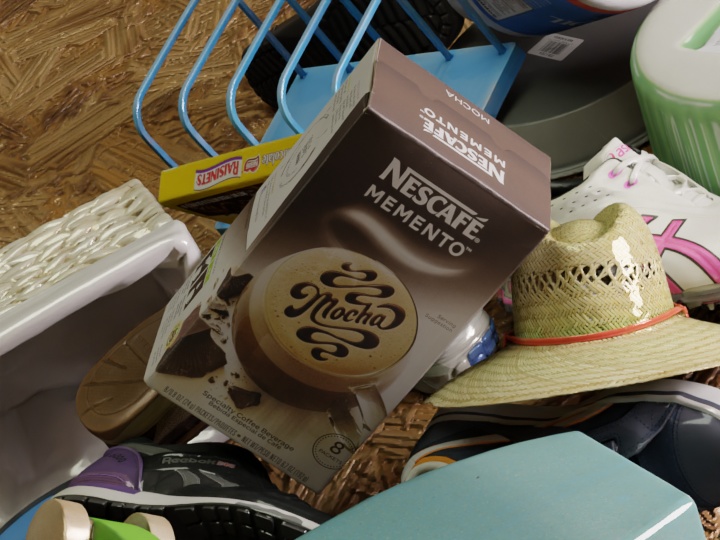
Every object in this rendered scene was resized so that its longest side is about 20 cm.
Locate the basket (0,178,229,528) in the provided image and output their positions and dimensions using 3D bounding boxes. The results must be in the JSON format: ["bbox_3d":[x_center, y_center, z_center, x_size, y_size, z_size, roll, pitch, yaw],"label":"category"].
[{"bbox_3d":[-0.172,0.054,1.329,0.199,0.136,0.123,-30,30,-5],"label":"basket"}]

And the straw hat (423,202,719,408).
[{"bbox_3d":[0.115,0.011,1.130,0.199,0.086,0.201,-11,0,0],"label":"straw hat"}]

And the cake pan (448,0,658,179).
[{"bbox_3d":[0.133,-0.132,1.456,0.199,0.037,0.201,-19,34,13],"label":"cake pan"}]

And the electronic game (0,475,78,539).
[{"bbox_3d":[-0.134,0.172,1.211,0.198,0.042,0.201,-15,36,11],"label":"electronic game"}]

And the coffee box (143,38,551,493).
[{"bbox_3d":[-0.006,0.000,1.134,0.200,0.113,0.080,-50,15,28],"label":"coffee box"}]

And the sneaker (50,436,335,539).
[{"bbox_3d":[-0.062,0.121,1.160,0.198,0.076,0.088,9,36,27],"label":"sneaker"}]

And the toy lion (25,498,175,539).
[{"bbox_3d":[-0.118,0.229,1.030,0.191,0.068,0.202,32,105,58],"label":"toy lion"}]

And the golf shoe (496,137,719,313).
[{"bbox_3d":[0.155,-0.025,1.229,0.198,0.093,0.072,-2,14,31],"label":"golf shoe"}]

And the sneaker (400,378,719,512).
[{"bbox_3d":[0.105,0.107,1.106,0.199,0.079,0.080,-9,33,40],"label":"sneaker"}]

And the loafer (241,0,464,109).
[{"bbox_3d":[-0.001,-0.172,1.552,0.199,0.073,0.071,-12,27,44],"label":"loafer"}]

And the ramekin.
[{"bbox_3d":[0.250,-0.110,1.281,0.198,0.098,0.201,-19,34,13],"label":"ramekin"}]

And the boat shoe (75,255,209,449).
[{"bbox_3d":[-0.063,0.037,1.255,0.200,0.072,0.072,-41,42,-7],"label":"boat shoe"}]

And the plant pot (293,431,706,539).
[{"bbox_3d":[0.057,0.170,0.998,0.199,0.142,0.141,-33,32,-20],"label":"plant pot"}]

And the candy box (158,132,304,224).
[{"bbox_3d":[-0.022,-0.051,1.308,0.199,0.102,0.027,-10,72,52],"label":"candy box"}]

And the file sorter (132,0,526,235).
[{"bbox_3d":[-0.026,-0.114,1.424,0.199,0.123,0.139,-2,51,45],"label":"file sorter"}]

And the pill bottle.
[{"bbox_3d":[0.118,-0.204,1.387,0.112,0.113,0.200,-37,10,-15],"label":"pill bottle"}]

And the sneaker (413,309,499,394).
[{"bbox_3d":[0.000,0.000,1.323,0.077,0.086,0.199,-43,35,-23],"label":"sneaker"}]
